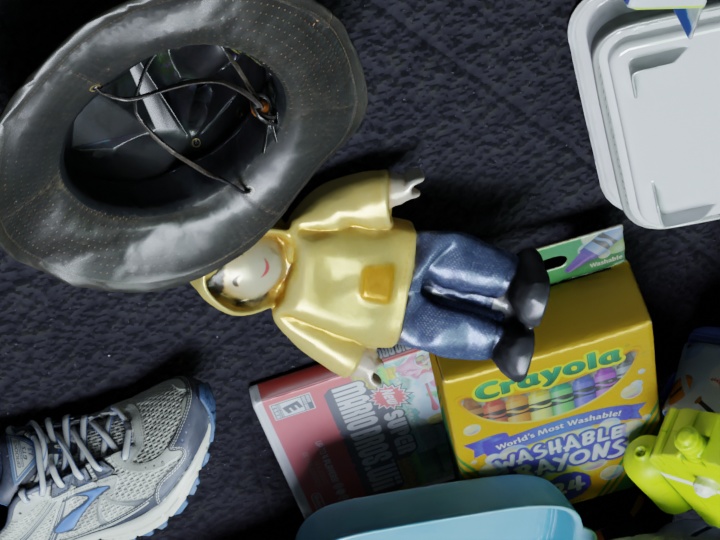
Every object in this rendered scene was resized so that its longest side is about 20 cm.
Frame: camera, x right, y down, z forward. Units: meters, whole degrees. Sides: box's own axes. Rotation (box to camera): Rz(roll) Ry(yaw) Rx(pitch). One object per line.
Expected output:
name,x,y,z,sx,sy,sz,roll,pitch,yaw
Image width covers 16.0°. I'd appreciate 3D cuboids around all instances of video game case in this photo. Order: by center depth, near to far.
video game case,0.044,0.084,1.550,0.199,0.017,0.143,-18,142,2

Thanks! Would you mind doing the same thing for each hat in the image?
hat,-0.101,-0.085,1.241,0.200,0.081,0.201,-17,142,-14

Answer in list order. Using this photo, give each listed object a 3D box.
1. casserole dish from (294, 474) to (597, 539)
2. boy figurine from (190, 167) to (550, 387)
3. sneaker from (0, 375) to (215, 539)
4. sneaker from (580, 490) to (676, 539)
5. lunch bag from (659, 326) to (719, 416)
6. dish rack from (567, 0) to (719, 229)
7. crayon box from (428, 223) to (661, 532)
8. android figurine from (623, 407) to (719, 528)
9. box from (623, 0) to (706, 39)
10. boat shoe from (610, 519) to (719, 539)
casserole dish,0.041,0.169,1.528,0.199,0.039,0.121,-8,142,-9
boy figurine,0.000,0.000,1.377,0.199,0.064,0.125,13,109,-14
sneaker,-0.168,0.120,1.472,0.200,0.077,0.085,-36,134,23
sneaker,0.123,0.186,1.631,0.200,0.090,0.070,-40,-167,-29
lunch bag,0.270,0.097,1.544,0.160,0.076,0.200,17,167,30
dish rack,0.218,-0.091,1.346,0.199,0.044,0.172,-12,135,6
crayon box,0.109,0.068,1.499,0.125,0.052,0.200,-16,141,-1
android figurine,0.239,0.133,1.478,0.182,0.041,0.200,17,166,30
box,0.138,-0.213,1.134,0.047,0.122,0.200,-5,141,-20
boat shoe,0.192,0.198,1.557,0.072,0.071,0.200,5,-177,27
